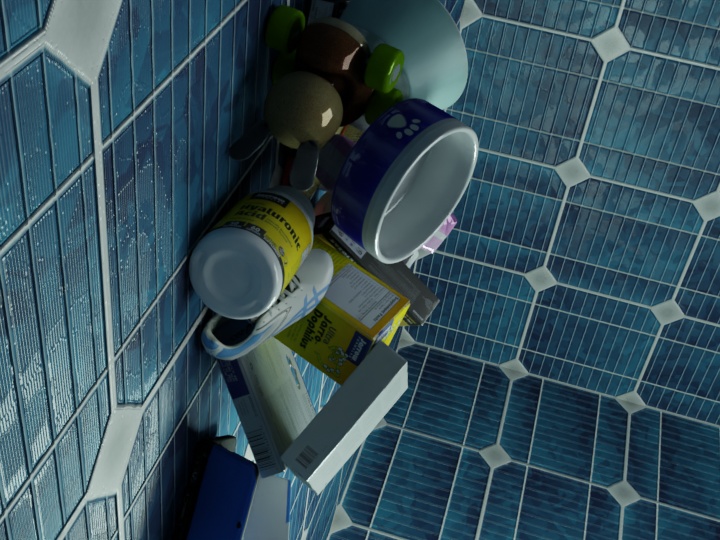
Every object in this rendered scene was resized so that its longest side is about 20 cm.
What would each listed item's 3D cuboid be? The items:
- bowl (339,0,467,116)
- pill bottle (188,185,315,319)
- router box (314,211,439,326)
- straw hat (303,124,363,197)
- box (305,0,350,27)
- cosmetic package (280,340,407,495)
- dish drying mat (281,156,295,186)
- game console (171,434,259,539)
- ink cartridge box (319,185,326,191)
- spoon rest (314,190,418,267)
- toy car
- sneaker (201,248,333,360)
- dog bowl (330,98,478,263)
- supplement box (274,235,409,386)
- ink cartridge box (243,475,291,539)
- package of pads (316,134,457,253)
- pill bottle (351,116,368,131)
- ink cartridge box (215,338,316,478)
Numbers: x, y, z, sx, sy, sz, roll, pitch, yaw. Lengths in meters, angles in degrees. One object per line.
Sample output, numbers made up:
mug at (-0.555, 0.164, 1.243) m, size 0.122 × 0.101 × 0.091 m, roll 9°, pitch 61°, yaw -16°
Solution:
bowl at (0.032, -0.275, 1.287) m, size 0.105 × 0.201 × 0.201 m, roll -43°, pitch 155°, yaw -31°
pill bottle at (-0.121, -0.032, 1.177) m, size 0.200 × 0.111 × 0.112 m, roll -61°, pitch 164°, yaw -62°
router box at (0.000, 0.000, 1.436) m, size 0.052 × 0.200 × 0.157 m, roll -52°, pitch -161°, yaw -21°
straw hat at (-0.021, -0.170, 1.464) m, size 0.201 × 0.085 × 0.202 m, roll 24°, pitch 90°, yaw -86°
box at (-0.044, -0.317, 1.414) m, size 0.200 × 0.046 × 0.159 m, roll -52°, pitch 156°, yaw -70°
cosmetic package at (-0.016, 0.200, 1.300) m, size 0.200 × 0.052 × 0.151 m, roll -48°, pitch 163°, yaw -13°
dish drying mat at (-0.116, -0.073, 1.464) m, size 0.077 × 0.018 × 0.201 m, roll -37°, pitch 141°, yaw -79°
game console at (-0.188, 0.344, 1.354) m, size 0.171 × 0.118 × 0.201 m, roll 22°, pitch 83°, yaw -75°
ink cartridge box at (0.025, -0.161, 1.623) m, size 0.146 × 0.199 × 0.085 m, roll 56°, pitch 50°, yaw -79°
spoon rest at (0.008, -0.057, 1.489) m, size 0.099 × 0.200 × 0.061 m, roll -52°, pitch 152°, yaw -2°
toy car at (-0.063, -0.188, 1.167) m, size 0.200 × 0.164 × 0.158 m, roll -61°, pitch 167°, yaw -22°
sneaker at (-0.114, 0.042, 1.236) m, size 0.200 × 0.072 × 0.072 m, roll -39°, pitch 169°, yaw -9°
dog bowl at (0.056, -0.112, 1.224) m, size 0.200 × 0.079 × 0.200 m, roll -42°, pitch 155°, yaw -25°
supplement box at (-0.053, 0.049, 1.343) m, size 0.109 × 0.200 × 0.110 m, roll -41°, pitch 162°, yaw -49°
ink cartridge box at (-0.173, 0.411, 1.425) m, size 0.146 × 0.084 × 0.200 m, roll -92°, pitch -157°, yaw -47°
package of pads at (0.033, -0.110, 1.392) m, size 0.076 × 0.200 × 0.121 m, roll -53°, pitch -140°, yaw 13°
pill bottle at (0.023, -0.313, 1.654) m, size 0.111 × 0.111 × 0.201 m, roll -60°, pitch 164°, yaw -61°
ink cartridge box at (-0.130, 0.166, 1.373) m, size 0.200 × 0.043 × 0.197 m, roll -35°, pitch 105°, yaw -77°
